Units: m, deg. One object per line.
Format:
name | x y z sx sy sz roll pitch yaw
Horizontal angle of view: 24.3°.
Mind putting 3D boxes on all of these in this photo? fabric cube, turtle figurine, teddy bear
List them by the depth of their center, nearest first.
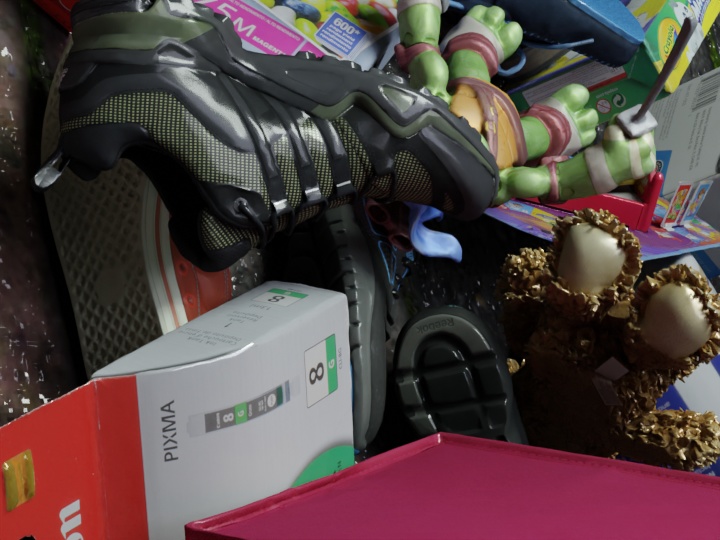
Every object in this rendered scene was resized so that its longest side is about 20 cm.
fabric cube | 0.061 0.193 0.678 0.200 0.195 0.201 -11 105 -54
turtle figurine | 0.087 -0.104 0.838 0.194 0.143 0.201 -49 151 -75
teddy bear | 0.130 0.043 0.873 0.067 0.144 0.201 -52 150 -33

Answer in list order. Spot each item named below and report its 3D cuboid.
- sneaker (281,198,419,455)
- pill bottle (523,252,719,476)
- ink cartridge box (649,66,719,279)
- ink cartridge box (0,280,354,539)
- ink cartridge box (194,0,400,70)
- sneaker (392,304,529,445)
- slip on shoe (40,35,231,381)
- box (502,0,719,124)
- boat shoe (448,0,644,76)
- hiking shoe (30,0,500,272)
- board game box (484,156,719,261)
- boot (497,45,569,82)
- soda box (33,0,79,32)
sneaker | 0.000 0.000 0.848 0.082 0.073 0.201 16 59 -37
pill bottle | 0.197 0.094 1.018 0.200 0.119 0.120 55 38 -17
ink cartridge box | 0.288 -0.087 1.160 0.086 0.199 0.147 49 40 -23
ink cartridge box | -0.069 0.109 0.681 0.200 0.050 0.162 -31 123 -56
ink cartridge box | -0.032 -0.147 0.874 0.119 0.042 0.200 31 37 3
sneaker | 0.067 0.113 0.882 0.079 0.075 0.201 -46 127 -81
slip on shoe | -0.096 -0.021 0.749 0.061 0.074 0.201 0 78 -57
box | 0.179 -0.160 1.130 0.049 0.117 0.200 59 36 -15
boat shoe | 0.073 -0.171 1.003 0.199 0.069 0.084 28 25 -7
hiking shoe | -0.038 -0.043 0.706 0.199 0.076 0.101 18 83 -18
board game box | 0.131 -0.058 0.993 0.199 0.158 0.039 -8 120 -53
boot | 0.107 -0.234 1.050 0.200 0.069 0.174 -45 119 -7
soda box | -0.122 -0.216 0.820 0.070 0.063 0.201 40 44 -33
